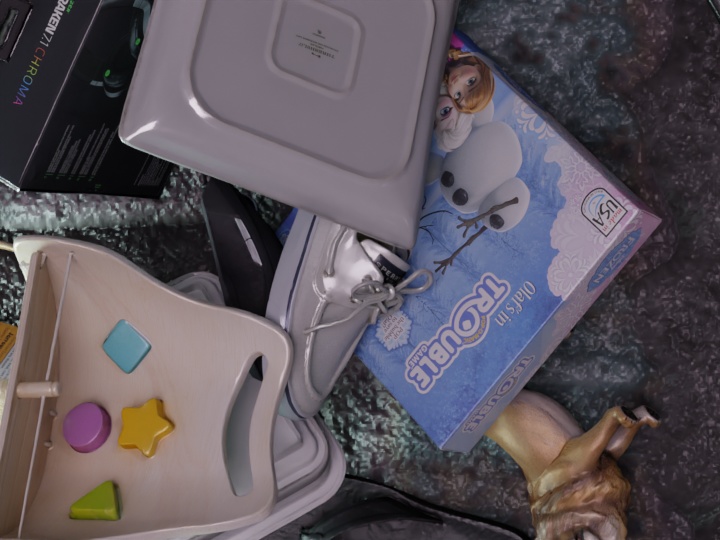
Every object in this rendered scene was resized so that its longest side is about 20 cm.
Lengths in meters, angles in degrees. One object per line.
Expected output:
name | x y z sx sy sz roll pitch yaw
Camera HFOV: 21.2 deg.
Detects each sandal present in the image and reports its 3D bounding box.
sandal | 0.021 0.186 1.311 0.199 0.048 0.076 8 97 13

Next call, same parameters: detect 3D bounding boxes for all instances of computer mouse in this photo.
computer mouse | -0.080 -0.037 1.242 0.046 0.141 0.201 -17 61 1

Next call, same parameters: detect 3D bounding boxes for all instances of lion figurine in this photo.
lion figurine | 0.116 0.106 1.277 0.200 0.072 0.123 49 113 20

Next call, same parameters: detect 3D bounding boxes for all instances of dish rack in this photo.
dish rack | -0.122 0.095 1.271 0.171 0.044 0.200 -27 59 -15

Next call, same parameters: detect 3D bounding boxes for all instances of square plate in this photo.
square plate | -0.034 -0.136 1.183 0.199 0.028 0.200 20 65 -19

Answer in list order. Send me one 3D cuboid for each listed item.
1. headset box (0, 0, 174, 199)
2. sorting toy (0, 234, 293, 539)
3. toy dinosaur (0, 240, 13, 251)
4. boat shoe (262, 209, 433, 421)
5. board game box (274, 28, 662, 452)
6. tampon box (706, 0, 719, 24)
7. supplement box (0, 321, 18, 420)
headset box | -0.175 -0.144 1.246 0.092 0.200 0.175 30 103 19
sorting toy | -0.133 0.092 1.182 0.178 0.107 0.202 2 67 13
toy dinosaur | -0.331 0.006 1.391 0.106 0.061 0.200 42 111 -18
boat shoe | 0.002 0.001 1.218 0.085 0.075 0.204 9 77 30
board game box | 0.060 -0.023 1.249 0.199 0.043 0.200 46 106 27
tampon box | 0.319 -0.174 1.147 0.199 0.150 0.127 -30 88 15
supplement box | -0.201 0.097 1.342 0.198 0.069 0.067 14 130 11
